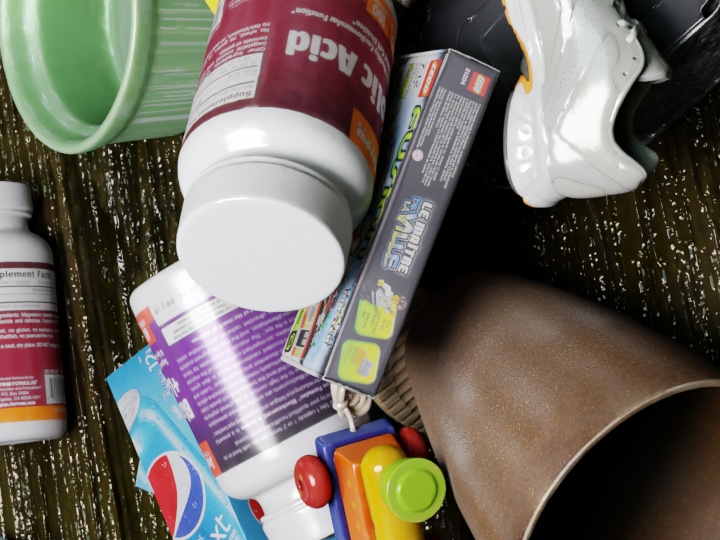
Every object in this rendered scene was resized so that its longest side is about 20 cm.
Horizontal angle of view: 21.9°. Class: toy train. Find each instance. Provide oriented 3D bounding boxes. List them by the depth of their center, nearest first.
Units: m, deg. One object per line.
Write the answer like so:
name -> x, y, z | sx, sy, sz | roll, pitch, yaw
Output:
toy train -> 0.014, 0.121, 1.129 | 0.116, 0.084, 0.201 | -177, 74, -70

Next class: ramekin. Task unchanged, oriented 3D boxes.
ramekin -> -0.176, -0.187, 1.360 | 0.199, 0.097, 0.202 | 8, 100, 51

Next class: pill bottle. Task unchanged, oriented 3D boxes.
pill bottle -> -0.043, -0.083, 1.084 | 0.114, 0.114, 0.201 | -25, 40, 34
pill bottle -> -0.062, 0.082, 1.230 | 0.111, 0.111, 0.201 | -30, 84, 33
pill bottle -> -0.294, 0.036, 1.460 | 0.112, 0.113, 0.202 | -10, 83, 36

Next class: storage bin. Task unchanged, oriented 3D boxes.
storage bin -> 0.144, -0.153, 1.146 | 0.200, 0.094, 0.136 | -41, 66, 28

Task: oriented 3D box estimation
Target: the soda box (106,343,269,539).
soda box -> -0.100, 0.145, 1.292 | 0.064, 0.068, 0.201 | -37, 69, 32

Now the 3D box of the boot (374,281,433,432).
boot -> 0.000, 0.000, 1.259 | 0.072, 0.201, 0.167 | -31, 32, 0

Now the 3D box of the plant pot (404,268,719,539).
plant pot -> 0.117, 0.089, 1.127 | 0.200, 0.186, 0.188 | 46, 116, 45

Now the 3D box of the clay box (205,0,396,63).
clay box -> -0.037, -0.160, 1.269 | 0.048, 0.115, 0.201 | -44, 65, 27

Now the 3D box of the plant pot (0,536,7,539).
plant pot -> -0.345, 0.332, 1.458 | 0.199, 0.200, 0.189 | -12, 98, 36

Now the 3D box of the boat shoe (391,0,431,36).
boat shoe -> 0.025, -0.204, 1.183 | 0.076, 0.200, 0.074 | -43, 89, -8

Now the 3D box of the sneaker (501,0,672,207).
sneaker -> 0.134, -0.138, 1.060 | 0.091, 0.076, 0.202 | 0, 97, 29

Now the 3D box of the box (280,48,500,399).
box -> 0.015, -0.030, 1.095 | 0.201, 0.035, 0.110 | -69, 15, -3

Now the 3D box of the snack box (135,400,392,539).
snack box -> -0.072, 0.127, 1.338 | 0.199, 0.037, 0.117 | 15, 97, 36
